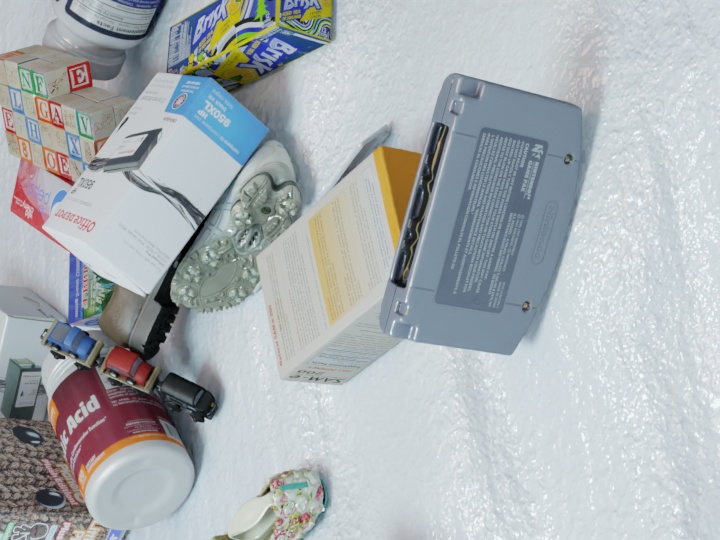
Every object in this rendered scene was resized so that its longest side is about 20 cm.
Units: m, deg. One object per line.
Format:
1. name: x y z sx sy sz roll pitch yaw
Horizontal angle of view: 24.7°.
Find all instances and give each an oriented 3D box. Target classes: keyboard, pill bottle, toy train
1. keyboard: -0.038 -0.054 1.500 0.011 0.056 0.200 44 124 10
2. pill bottle: -0.256 0.160 1.699 0.115 0.114 0.200 -61 41 25
3. toy train: -0.234 0.099 1.647 0.046 0.199 0.034 88 -153 -64
4. pill bottle: -0.273 -0.317 1.818 0.201 0.115 0.116 -60 42 27

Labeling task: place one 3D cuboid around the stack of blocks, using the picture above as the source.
1. stack of blocks: -0.315 -0.166 1.772 0.200 0.058 0.116 22 125 46

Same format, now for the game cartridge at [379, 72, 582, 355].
1. game cartridge: 0.097 -0.039 1.243 0.040 0.133 0.201 30 106 59

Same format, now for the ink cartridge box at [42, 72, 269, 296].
1. ink cartridge box: -0.200 -0.087 1.595 0.200 0.084 0.144 -55 28 -10

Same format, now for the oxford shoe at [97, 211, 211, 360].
1. oxford shoe: -0.209 -0.018 1.668 0.084 0.073 0.201 24 84 16

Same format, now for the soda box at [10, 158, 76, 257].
1. soda box: -0.313 -0.068 1.794 0.200 0.063 0.070 27 105 52

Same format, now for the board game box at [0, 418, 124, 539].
1. board game box: -0.373 0.243 1.755 0.160 0.199 0.097 51 123 44

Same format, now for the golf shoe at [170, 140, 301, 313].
1. golf shoe: -0.118 -0.041 1.609 0.200 0.078 0.098 -48 28 33

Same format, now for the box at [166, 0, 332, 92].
1. box: -0.110 -0.233 1.617 0.200 0.070 0.065 -16 69 52

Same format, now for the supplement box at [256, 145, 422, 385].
1. supplement box: 0.000 0.000 1.417 0.200 0.073 0.127 -39 54 43

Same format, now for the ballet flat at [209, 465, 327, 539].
1. ballet flat: -0.103 0.246 1.517 0.200 0.064 0.076 -54 45 33

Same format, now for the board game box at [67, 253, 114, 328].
1. board game box: -0.256 -0.051 1.804 0.199 0.041 0.201 -17 70 51

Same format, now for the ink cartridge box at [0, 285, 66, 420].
1. ink cartridge box: -0.437 0.128 1.977 0.146 0.084 0.201 26 104 52
